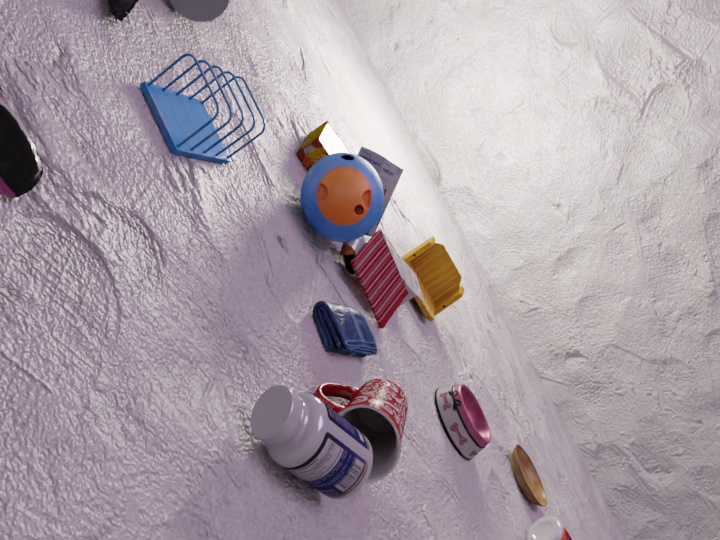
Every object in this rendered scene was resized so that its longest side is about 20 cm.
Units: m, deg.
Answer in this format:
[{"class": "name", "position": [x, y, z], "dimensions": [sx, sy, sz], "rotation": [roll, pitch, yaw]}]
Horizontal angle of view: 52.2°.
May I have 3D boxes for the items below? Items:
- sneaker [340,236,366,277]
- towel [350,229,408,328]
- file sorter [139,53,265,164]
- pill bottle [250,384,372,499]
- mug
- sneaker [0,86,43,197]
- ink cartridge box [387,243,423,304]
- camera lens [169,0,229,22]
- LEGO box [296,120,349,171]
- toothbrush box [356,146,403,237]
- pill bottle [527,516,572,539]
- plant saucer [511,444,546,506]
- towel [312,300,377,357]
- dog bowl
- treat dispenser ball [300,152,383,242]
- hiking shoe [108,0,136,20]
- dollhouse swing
[{"class": "sneaker", "position": [0.000, 0.000, 1.830], "dimensions": [0.202, 0.071, 0.086], "rotation": [56, 49, -38]}, {"class": "towel", "position": [0.048, 0.022, 1.815], "dimensions": [0.145, 0.022, 0.204], "rotation": [-49, 125, -41]}, {"class": "file sorter", "position": [-0.282, -0.299, 1.369], "dimensions": [0.141, 0.121, 0.199], "rotation": [63, 17, 7]}, {"class": "pill bottle", "position": [-0.075, 0.256, 1.112], "dimensions": [0.200, 0.109, 0.113], "rotation": [46, 22, -39]}, {"class": "mug", "position": [0.014, 0.259, 1.335], "dimensions": [0.181, 0.131, 0.200], "rotation": [61, 14, -2]}, {"class": "sneaker", "position": [-0.432, -0.187, 0.854], "dimensions": [0.203, 0.079, 0.087], "rotation": [62, 6, -15]}, {"class": "ink cartridge box", "position": [0.091, 0.014, 2.025], "dimensions": [0.200, 0.066, 0.118], "rotation": [46, 22, -39]}, {"class": "camera lens", "position": [-0.362, -0.675, 1.662], "dimensions": [0.160, 0.158, 0.203], "rotation": [46, 22, -37]}, {"class": "LEGO box", "position": [-0.088, -0.301, 1.992], "dimensions": [0.150, 0.076, 0.201], "rotation": [54, 18, -18]}, {"class": "toothbrush box", "position": [0.018, -0.203, 1.925], "dimensions": [0.084, 0.204, 0.146], "rotation": [27, 5, 22]}, {"class": "pill bottle", "position": [0.558, 0.799, 2.055], "dimensions": [0.202, 0.111, 0.114], "rotation": [56, 18, -16]}, {"class": "plant saucer", "position": [0.523, 0.651, 2.313], "dimensions": [0.201, 0.035, 0.202], "rotation": [52, 19, -26]}, {"class": "towel", "position": [-0.028, 0.123, 1.554], "dimensions": [0.199, 0.048, 0.114], "rotation": [20, 43, -64]}, {"class": "dog bowl", "position": [0.277, 0.393, 1.956], "dimensions": [0.201, 0.073, 0.202], "rotation": [52, 20, -27]}, {"class": "treat dispenser ball", "position": [-0.043, -0.169, 1.711], "dimensions": [0.202, 0.198, 0.203], "rotation": [51, 20, -26]}, {"class": "hiking shoe", "position": [-0.456, -0.531, 1.345], "dimensions": [0.100, 0.076, 0.202], "rotation": [36, 20, -35]}, {"class": "dollhouse swing", "position": [0.225, 0.027, 2.244], "dimensions": [0.203, 0.179, 0.176], "rotation": [58, -3, -7]}]
